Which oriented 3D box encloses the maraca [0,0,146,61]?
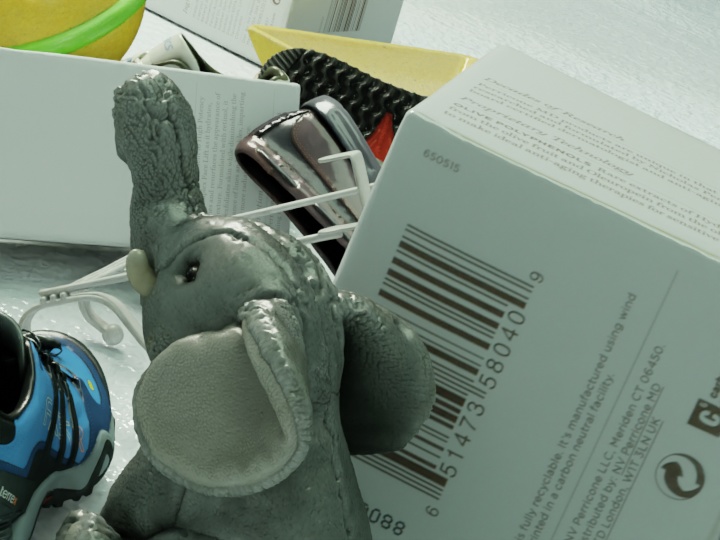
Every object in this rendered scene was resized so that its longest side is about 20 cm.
[{"bbox_3d":[-0.202,-0.158,1.353,0.137,0.108,0.200,-32,32,-29],"label":"maraca"}]

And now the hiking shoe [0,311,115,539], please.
[{"bbox_3d":[-0.143,0.055,0.974,0.074,0.087,0.200,9,19,3],"label":"hiking shoe"}]

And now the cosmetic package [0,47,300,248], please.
[{"bbox_3d":[-0.135,-0.062,1.263,0.199,0.102,0.074,6,-2,-31],"label":"cosmetic package"}]

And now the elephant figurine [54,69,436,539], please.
[{"bbox_3d":[-0.044,0.048,0.915,0.154,0.201,0.142,13,19,-10],"label":"elephant figurine"}]

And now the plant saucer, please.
[{"bbox_3d":[0.041,-0.117,1.638,0.199,0.049,0.200,5,17,-31],"label":"plant saucer"}]

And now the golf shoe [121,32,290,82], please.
[{"bbox_3d":[-0.135,-0.108,1.407,0.199,0.098,0.078,12,31,-9],"label":"golf shoe"}]

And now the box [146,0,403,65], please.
[{"bbox_3d":[-0.083,-0.243,1.810,0.199,0.107,0.152,29,23,29],"label":"box"}]

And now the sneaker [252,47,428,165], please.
[{"bbox_3d":[0.013,-0.079,1.500,0.199,0.071,0.093,25,-10,-14],"label":"sneaker"}]

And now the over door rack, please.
[{"bbox_3d":[-0.051,-0.005,1.136,0.199,0.067,0.148,-24,5,23],"label":"over door rack"}]

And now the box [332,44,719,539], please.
[{"bbox_3d":[0.091,0.038,1.046,0.199,0.200,0.171,26,20,8],"label":"box"}]

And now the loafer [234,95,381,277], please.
[{"bbox_3d":[0.000,0.000,1.235,0.063,0.072,0.201,-21,67,-22],"label":"loafer"}]
